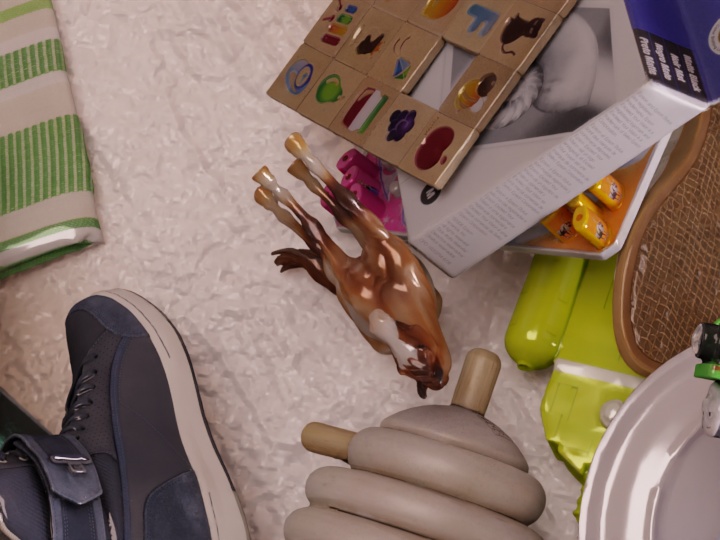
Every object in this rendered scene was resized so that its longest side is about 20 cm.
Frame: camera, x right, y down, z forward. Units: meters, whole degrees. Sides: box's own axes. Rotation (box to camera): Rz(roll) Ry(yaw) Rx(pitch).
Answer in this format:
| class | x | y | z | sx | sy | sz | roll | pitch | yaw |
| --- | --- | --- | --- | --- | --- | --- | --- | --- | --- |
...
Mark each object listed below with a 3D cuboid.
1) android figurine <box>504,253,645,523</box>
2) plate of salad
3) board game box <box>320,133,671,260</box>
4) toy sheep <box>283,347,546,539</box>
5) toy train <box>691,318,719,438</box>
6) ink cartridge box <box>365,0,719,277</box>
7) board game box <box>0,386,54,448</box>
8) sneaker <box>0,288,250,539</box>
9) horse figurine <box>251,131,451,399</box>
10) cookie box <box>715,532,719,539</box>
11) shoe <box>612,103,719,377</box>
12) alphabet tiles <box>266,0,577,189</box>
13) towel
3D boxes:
| class | x | y | z | sx | sy | sz | roll | pitch | yaw |
| --- | --- | --- | --- | --- | --- | --- | --- | --- | --- |
| android figurine | 0.161 | 0.039 | 1.183 | 0.181 | 0.041 | 0.201 | 15 | 70 | 21 |
| plate of salad | 0.193 | 0.126 | 1.106 | 0.199 | 0.048 | 0.201 | 2 | 81 | -10 |
| board game box | 0.086 | -0.105 | 1.224 | 0.199 | 0.026 | 0.201 | 7 | 67 | 47 |
| toy sheep | 0.023 | 0.131 | 1.131 | 0.137 | 0.138 | 0.201 | 13 | 84 | 20 |
| toy train | 0.231 | 0.060 | 1.005 | 0.199 | 0.042 | 0.057 | 10 | 87 | -5 |
| ink cartridge box | 0.096 | -0.123 | 1.173 | 0.200 | 0.041 | 0.200 | -33 | 42 | 22 |
| board game box | -0.185 | 0.147 | 1.236 | 0.200 | 0.028 | 0.135 | 38 | 82 | 26 |
| sneaker | -0.150 | 0.083 | 1.179 | 0.145 | 0.077 | 0.203 | 0 | 40 | -27 |
| horse figurine | 0.000 | 0.000 | 1.176 | 0.050 | 0.200 | 0.133 | -41 | 89 | -5 |
| cookie box | 0.257 | 0.147 | 1.048 | 0.199 | 0.075 | 0.172 | 33 | 77 | 0 |
| shoe | 0.169 | -0.035 | 1.171 | 0.070 | 0.053 | 0.201 | 21 | 72 | 2 |
| alphabet tiles | 0.052 | -0.145 | 1.196 | 0.200 | 0.008 | 0.167 | -53 | 36 | -3 |
| towel | -0.230 | -0.078 | 1.352 | 0.152 | 0.023 | 0.201 | -20 | 62 | 6 |
